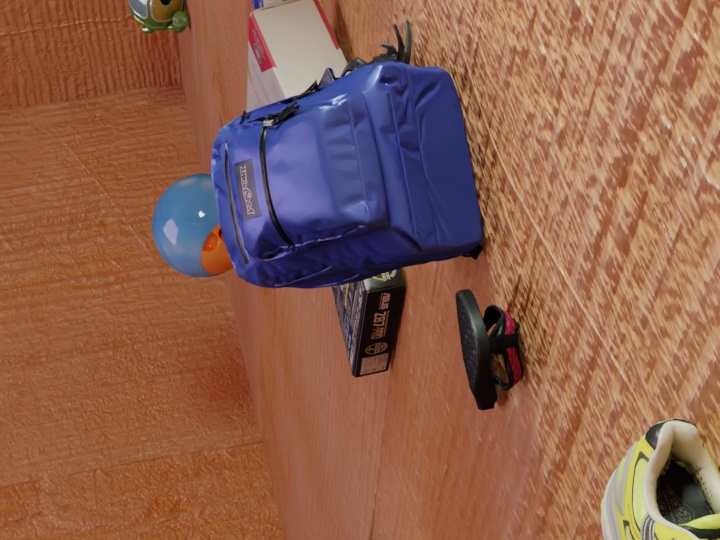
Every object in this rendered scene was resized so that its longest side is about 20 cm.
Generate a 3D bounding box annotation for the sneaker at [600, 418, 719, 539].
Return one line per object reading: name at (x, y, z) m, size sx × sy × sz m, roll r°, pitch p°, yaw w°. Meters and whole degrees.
sneaker at (0.165, 0.163, 0.690) m, size 0.077 × 0.074 × 0.201 m, roll 90°, pitch 165°, yaw -48°

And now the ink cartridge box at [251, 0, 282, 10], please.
ink cartridge box at (-0.112, -0.311, 1.910) m, size 0.094 × 0.044 × 0.203 m, roll -125°, pitch 27°, yaw -64°

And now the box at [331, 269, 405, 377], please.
box at (0.000, 0.000, 1.560) m, size 0.201 × 0.048 × 0.163 m, roll 97°, pitch 159°, yaw -59°

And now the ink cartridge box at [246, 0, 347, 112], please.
ink cartridge box at (-0.066, -0.184, 1.602) m, size 0.201 × 0.085 × 0.149 m, roll 98°, pitch 149°, yaw -64°

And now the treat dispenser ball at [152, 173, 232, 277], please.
treat dispenser ball at (-0.307, -0.088, 2.800) m, size 0.201 × 0.198 × 0.204 m, roll 170°, pitch 90°, yaw -80°

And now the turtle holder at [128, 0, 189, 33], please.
turtle holder at (-0.503, -0.664, 3.543) m, size 0.132 × 0.139 × 0.188 m, roll 102°, pitch 157°, yaw -63°

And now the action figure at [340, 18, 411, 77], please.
action figure at (0.005, -0.118, 1.263) m, size 0.201 × 0.102 × 0.119 m, roll -53°, pitch 0°, yaw 24°

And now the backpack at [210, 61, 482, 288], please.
backpack at (-0.031, -0.073, 1.129) m, size 0.198 × 0.167 × 0.165 m, roll -13°, pitch 81°, yaw 40°

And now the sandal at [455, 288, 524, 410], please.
sandal at (0.100, 0.060, 1.085) m, size 0.200 × 0.044 × 0.076 m, roll 62°, pitch -160°, yaw -74°
